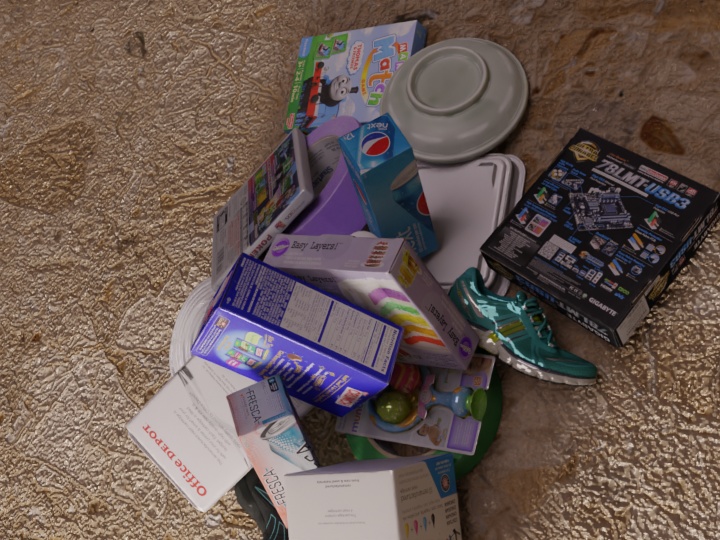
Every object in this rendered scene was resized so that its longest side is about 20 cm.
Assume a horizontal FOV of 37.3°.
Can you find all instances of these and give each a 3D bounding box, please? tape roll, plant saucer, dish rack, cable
[{"bbox_3d":[0.072,0.158,1.282,0.199,0.048,0.203,-13,64,29],"label":"tape roll"},{"bbox_3d":[0.115,-0.233,1.374,0.198,0.050,0.202,-9,58,14],"label":"plant saucer"},{"bbox_3d":[0.114,-0.058,1.344,0.170,0.043,0.202,0,71,34],"label":"dish rack"},{"bbox_3d":[-0.050,-0.104,1.408,0.200,0.065,0.201,-38,31,28],"label":"tape roll"},{"bbox_3d":[-0.171,0.099,1.420,0.198,0.069,0.202,-15,76,36],"label":"cable"}]

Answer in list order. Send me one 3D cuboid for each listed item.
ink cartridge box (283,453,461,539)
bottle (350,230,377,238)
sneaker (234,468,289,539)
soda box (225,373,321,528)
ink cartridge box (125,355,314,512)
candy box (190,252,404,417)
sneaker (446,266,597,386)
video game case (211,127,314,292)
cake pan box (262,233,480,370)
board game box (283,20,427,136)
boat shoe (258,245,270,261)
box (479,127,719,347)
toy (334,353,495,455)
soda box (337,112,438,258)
[{"bbox_3d":[0.021,0.312,1.163,0.143,0.147,0.203,-9,83,30],"label":"ink cartridge box"},{"bbox_3d":[0.000,0.000,1.295,0.065,0.200,0.084,-41,80,-10],"label":"bottle"},{"bbox_3d":[-0.085,0.308,1.309,0.079,0.075,0.200,-45,54,7],"label":"sneaker"},{"bbox_3d":[-0.089,0.211,1.222,0.068,0.201,0.064,-22,46,-4],"label":"soda box"},{"bbox_3d":[-0.164,0.170,1.310,0.200,0.086,0.147,-45,87,11],"label":"ink cartridge box"},{"bbox_3d":[-0.072,0.078,1.182,0.169,0.198,0.078,-46,21,62],"label":"candy box"},{"bbox_3d":[0.181,0.067,1.204,0.199,0.077,0.080,32,101,21],"label":"sneaker"},{"bbox_3d":[-0.132,-0.082,1.409,0.182,0.023,0.201,-45,25,18],"label":"video game case"},{"bbox_3d":[0.009,0.034,1.187,0.198,0.185,0.053,5,54,40],"label":"cake pan box"},{"bbox_3d":[-0.009,-0.268,1.513,0.198,0.037,0.153,-1,71,32],"label":"board game box"},{"bbox_3d":[-0.070,0.056,1.341,0.201,0.073,0.074,53,139,2],"label":"boat shoe"},{"bbox_3d":[0.270,-0.043,1.208,0.199,0.050,0.199,33,77,36],"label":"box"},{"bbox_3d":[0.052,0.140,1.242,0.198,0.047,0.116,5,73,34],"label":"toy"},{"bbox_3d":[0.036,-0.087,1.249,0.067,0.201,0.064,-28,55,-5],"label":"soda box"}]
